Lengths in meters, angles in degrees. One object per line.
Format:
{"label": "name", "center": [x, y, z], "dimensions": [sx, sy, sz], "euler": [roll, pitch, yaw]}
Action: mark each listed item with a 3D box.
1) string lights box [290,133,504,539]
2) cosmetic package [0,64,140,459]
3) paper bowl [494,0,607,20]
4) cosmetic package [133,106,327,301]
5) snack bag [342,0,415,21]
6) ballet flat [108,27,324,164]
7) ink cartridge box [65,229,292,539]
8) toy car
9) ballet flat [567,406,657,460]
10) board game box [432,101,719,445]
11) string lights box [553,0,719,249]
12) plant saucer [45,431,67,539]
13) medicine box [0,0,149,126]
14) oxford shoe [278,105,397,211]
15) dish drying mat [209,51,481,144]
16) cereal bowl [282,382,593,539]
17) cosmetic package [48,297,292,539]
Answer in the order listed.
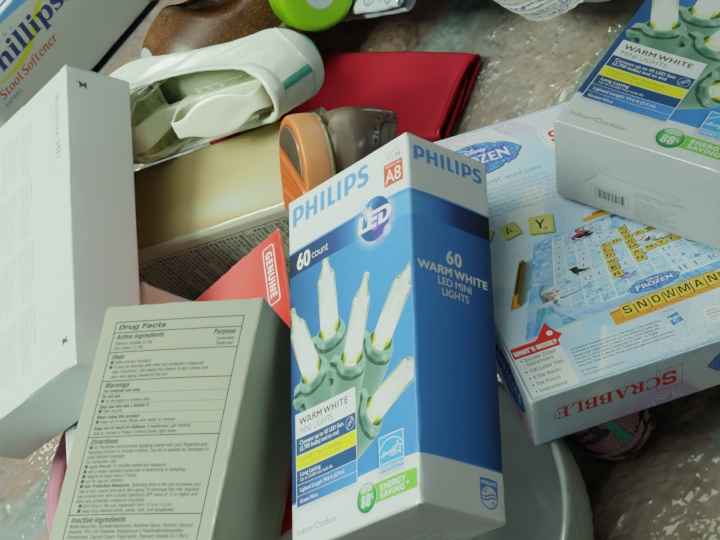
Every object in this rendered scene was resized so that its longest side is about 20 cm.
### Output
{"label": "string lights box", "center": [0.016, 0.044, 1.000], "dimensions": [0.103, 0.059, 0.201], "euler": [-29, 53, 44]}
{"label": "cosmetic package", "center": [-0.195, -0.003, 1.193], "dimensions": [0.151, 0.052, 0.201], "euler": [-35, 52, 47]}
{"label": "paper bowl", "center": [0.143, -0.248, 1.195], "dimensions": [0.201, 0.104, 0.201], "euler": [-48, 26, 33]}
{"label": "cosmetic package", "center": [-0.084, -0.025, 1.243], "dimensions": [0.200, 0.105, 0.071], "euler": [-16, 53, 25]}
{"label": "snack bag", "center": [0.029, -0.258, 1.299], "dimensions": [0.200, 0.021, 0.188], "euler": [-66, 21, -5]}
{"label": "ballet flat", "center": [-0.113, -0.101, 1.212], "dimensions": [0.200, 0.069, 0.070], "euler": [-14, 54, 35]}
{"label": "ink cartridge box", "center": [-0.105, 0.092, 1.120], "dimensions": [0.176, 0.045, 0.200], "euler": [-40, 43, 33]}
{"label": "toy car", "center": [-0.133, -0.202, 1.290], "dimensions": [0.158, 0.200, 0.164], "euler": [-57, 26, -2]}
{"label": "ballet flat", "center": [0.095, 0.030, 1.101], "dimensions": [0.069, 0.071, 0.200], "euler": [-44, 46, 5]}
{"label": "board game box", "center": [0.149, -0.018, 1.059], "dimensions": [0.199, 0.041, 0.200], "euler": [-17, 48, -8]}
{"label": "string lights box", "center": [0.198, -0.109, 1.067], "dimensions": [0.103, 0.059, 0.200], "euler": [20, 53, 25]}
{"label": "plant saucer", "center": [-0.102, 0.125, 1.195], "dimensions": [0.200, 0.051, 0.201], "euler": [-18, 54, 26]}
{"label": "medicine box", "center": [-0.276, -0.229, 1.511], "dimensions": [0.182, 0.103, 0.200], "euler": [-49, 47, -2]}
{"label": "oxford shoe", "center": [0.000, 0.000, 1.138], "dimensions": [0.073, 0.201, 0.071], "euler": [-12, 29, -16]}
{"label": "dish drying mat", "center": [-0.013, -0.115, 1.310], "dimensions": [0.200, 0.018, 0.077], "euler": [3, 61, 38]}
{"label": "cereal bowl", "center": [0.041, 0.158, 1.049], "dimensions": [0.200, 0.083, 0.201], "euler": [-18, 54, 26]}
{"label": "cosmetic package", "center": [-0.098, 0.119, 1.021], "dimensions": [0.103, 0.073, 0.200], "euler": [-3, 58, 25]}
